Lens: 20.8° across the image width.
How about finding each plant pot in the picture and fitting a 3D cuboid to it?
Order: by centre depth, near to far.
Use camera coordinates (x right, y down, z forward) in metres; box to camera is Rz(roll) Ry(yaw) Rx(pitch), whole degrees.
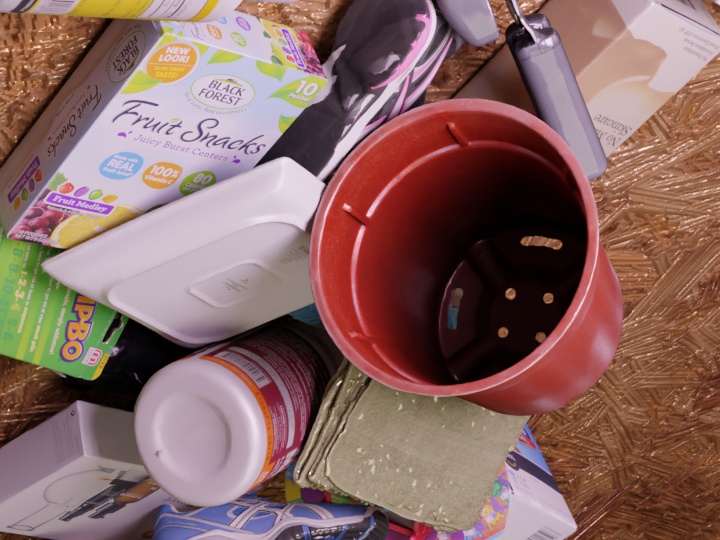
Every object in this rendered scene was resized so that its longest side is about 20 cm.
[{"bbox_3d":[0.090,0.009,1.367,0.200,0.202,0.195,-32,156,9],"label":"plant pot"}]

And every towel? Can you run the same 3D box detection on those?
[{"bbox_3d":[0.046,0.120,1.519,0.199,0.036,0.149,22,98,-39],"label":"towel"}]

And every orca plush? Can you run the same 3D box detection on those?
[{"bbox_3d":[-0.168,0.089,1.521,0.105,0.071,0.200,-32,147,10],"label":"orca plush"}]

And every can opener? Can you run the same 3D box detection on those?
[{"bbox_3d":[0.104,-0.143,1.331,0.066,0.053,0.201,-24,118,3],"label":"can opener"}]

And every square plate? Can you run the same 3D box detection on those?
[{"bbox_3d":[-0.091,-0.002,1.386,0.197,0.029,0.200,-22,155,18],"label":"square plate"}]

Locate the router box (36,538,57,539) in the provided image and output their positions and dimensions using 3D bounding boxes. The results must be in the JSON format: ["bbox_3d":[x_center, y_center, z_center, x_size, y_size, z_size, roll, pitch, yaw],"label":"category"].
[{"bbox_3d":[-0.171,0.285,1.647,0.053,0.199,0.157,-69,159,3],"label":"router box"}]

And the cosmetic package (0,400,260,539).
[{"bbox_3d":[-0.203,0.172,1.606,0.150,0.052,0.199,-29,150,33],"label":"cosmetic package"}]

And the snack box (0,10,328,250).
[{"bbox_3d":[-0.137,-0.091,1.310,0.142,0.053,0.200,10,134,-43],"label":"snack box"}]

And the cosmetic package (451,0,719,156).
[{"bbox_3d":[0.156,-0.135,1.430,0.105,0.071,0.200,15,129,-44],"label":"cosmetic package"}]

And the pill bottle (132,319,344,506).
[{"bbox_3d":[-0.082,0.102,1.502,0.110,0.110,0.200,-43,171,25],"label":"pill bottle"}]

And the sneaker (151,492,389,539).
[{"bbox_3d":[-0.076,0.209,1.592,0.198,0.077,0.076,-7,137,-9],"label":"sneaker"}]

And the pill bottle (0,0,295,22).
[{"bbox_3d":[-0.123,-0.198,1.119,0.199,0.112,0.112,-1,140,-33],"label":"pill bottle"}]

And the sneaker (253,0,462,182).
[{"bbox_3d":[0.000,-0.112,1.356,0.200,0.081,0.086,-40,155,29],"label":"sneaker"}]

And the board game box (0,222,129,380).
[{"bbox_3d":[-0.238,0.013,1.378,0.199,0.030,0.096,24,97,-47],"label":"board game box"}]

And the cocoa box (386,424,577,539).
[{"bbox_3d":[0.061,0.211,1.730,0.199,0.132,0.133,-37,144,16],"label":"cocoa box"}]

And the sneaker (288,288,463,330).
[{"bbox_3d":[0.000,0.000,1.515,0.199,0.081,0.077,22,128,-25],"label":"sneaker"}]

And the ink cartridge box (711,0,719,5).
[{"bbox_3d":[0.259,-0.259,1.320,0.199,0.085,0.146,13,131,-47],"label":"ink cartridge box"}]

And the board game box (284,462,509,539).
[{"bbox_3d":[0.022,0.180,1.632,0.199,0.159,0.039,-31,171,17],"label":"board game box"}]
